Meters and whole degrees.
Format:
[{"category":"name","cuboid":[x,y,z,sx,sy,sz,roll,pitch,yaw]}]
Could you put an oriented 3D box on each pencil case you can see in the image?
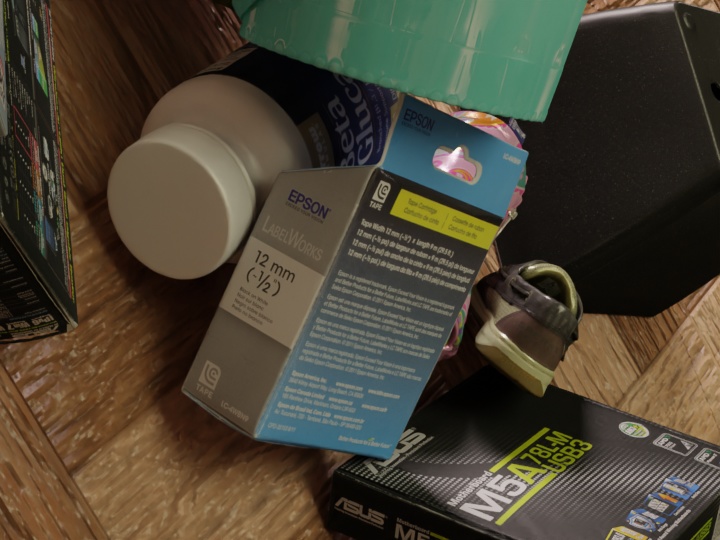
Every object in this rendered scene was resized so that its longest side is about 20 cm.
[{"category":"pencil case","cuboid":[0.052,-0.022,1.283,0.088,0.087,0.200,51,37,-18]}]

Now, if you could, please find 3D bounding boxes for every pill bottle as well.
[{"category":"pill bottle","cuboid":[-0.059,-0.071,1.150,0.112,0.111,0.200,59,37,-8]}]

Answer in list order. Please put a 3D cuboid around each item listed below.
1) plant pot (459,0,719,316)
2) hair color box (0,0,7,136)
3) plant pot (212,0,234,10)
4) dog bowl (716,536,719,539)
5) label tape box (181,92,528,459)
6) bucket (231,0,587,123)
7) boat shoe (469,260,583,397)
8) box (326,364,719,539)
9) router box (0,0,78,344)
[{"category":"plant pot","cuboid":[0.211,-0.091,1.443,0.199,0.177,0.201,5,67,-51]},{"category":"hair color box","cuboid":[-0.214,-0.158,0.884,0.061,0.098,0.202,95,-11,-68]},{"category":"plant pot","cuboid":[-0.072,-0.237,1.197,0.200,0.186,0.188,44,39,-47]},{"category":"dog bowl","cuboid":[0.240,0.256,1.377,0.199,0.058,0.201,29,49,-39]},{"category":"label tape box","cuboid":[0.000,0.000,1.110,0.143,0.066,0.201,17,98,-56]},{"category":"bucket","cuboid":[0.033,-0.168,1.065,0.206,0.206,0.136,6,103,-49]},{"category":"boat shoe","cuboid":[0.114,0.028,1.282,0.072,0.066,0.201,41,10,-4]},{"category":"box","cuboid":[0.111,0.134,1.192,0.200,0.192,0.048,-28,133,-53]},{"category":"router box","cuboid":[-0.192,-0.082,0.971,0.150,0.062,0.202,74,8,-68]}]
